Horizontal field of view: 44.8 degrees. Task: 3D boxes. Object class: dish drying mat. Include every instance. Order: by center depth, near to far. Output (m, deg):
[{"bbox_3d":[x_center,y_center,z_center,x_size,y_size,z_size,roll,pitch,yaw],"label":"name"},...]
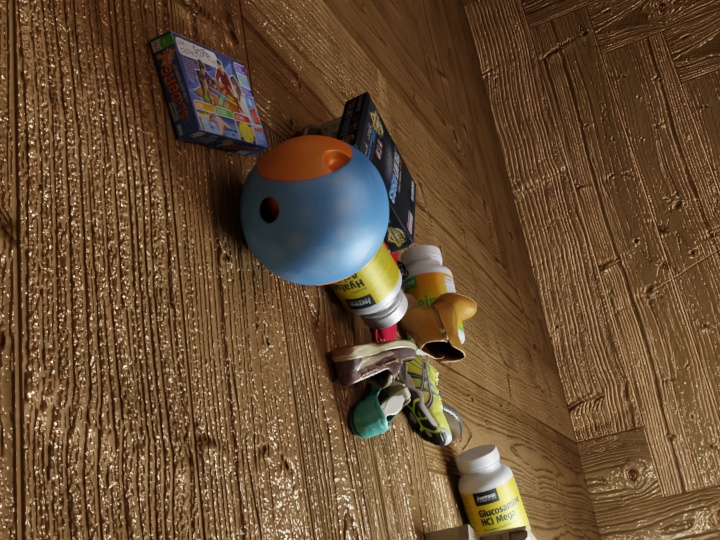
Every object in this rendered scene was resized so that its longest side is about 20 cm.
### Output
[{"bbox_3d":[0.047,0.033,1.574,0.077,0.018,0.201,21,67,-59],"label":"dish drying mat"}]

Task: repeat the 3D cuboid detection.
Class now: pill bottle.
[{"bbox_3d":[0.000,0.000,1.410,0.200,0.111,0.112,57,24,-36],"label":"pill bottle"},{"bbox_3d":[0.256,0.451,1.712,0.201,0.112,0.112,71,19,-2],"label":"pill bottle"},{"bbox_3d":[0.135,0.056,1.731,0.111,0.111,0.201,38,38,-58],"label":"pill bottle"}]

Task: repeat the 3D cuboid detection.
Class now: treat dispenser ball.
[{"bbox_3d":[-0.061,-0.080,1.173,0.201,0.200,0.202,54,26,-42],"label":"treat dispenser ball"}]

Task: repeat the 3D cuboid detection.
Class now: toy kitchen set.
[{"bbox_3d":[0.224,0.542,1.461,0.200,0.163,0.181,54,26,-40],"label":"toy kitchen set"}]

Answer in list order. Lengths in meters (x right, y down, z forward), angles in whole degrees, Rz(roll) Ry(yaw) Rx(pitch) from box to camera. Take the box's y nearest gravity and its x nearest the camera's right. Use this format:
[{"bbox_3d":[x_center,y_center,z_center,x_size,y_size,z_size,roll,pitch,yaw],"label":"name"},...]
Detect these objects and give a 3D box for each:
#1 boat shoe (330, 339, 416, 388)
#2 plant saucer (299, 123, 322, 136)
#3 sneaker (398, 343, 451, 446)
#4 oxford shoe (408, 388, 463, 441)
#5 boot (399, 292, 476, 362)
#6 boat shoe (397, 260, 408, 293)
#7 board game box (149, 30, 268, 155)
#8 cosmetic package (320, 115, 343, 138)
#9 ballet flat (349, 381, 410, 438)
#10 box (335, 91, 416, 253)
[{"bbox_3d":[0.027,0.152,1.389,0.200,0.072,0.072,4,72,-58],"label":"boat shoe"},{"bbox_3d":[-0.061,-0.154,1.508,0.200,0.029,0.201,53,27,-43],"label":"plant saucer"},{"bbox_3d":[0.106,0.200,1.470,0.200,0.076,0.076,60,-20,28],"label":"sneaker"},{"bbox_3d":[0.131,0.281,1.608,0.200,0.072,0.085,47,47,-47],"label":"oxford shoe"},{"bbox_3d":[0.156,0.107,1.565,0.200,0.071,0.144,7,36,-35],"label":"boot"},{"bbox_3d":[0.057,0.000,1.651,0.201,0.056,0.069,67,19,-14],"label":"boat shoe"},{"bbox_3d":[-0.199,-0.234,1.184,0.200,0.034,0.136,-1,73,-70],"label":"board game box"},{"bbox_3d":[0.008,-0.184,1.574,0.200,0.073,0.104,41,36,-55],"label":"cosmetic package"},{"bbox_3d":[0.044,0.214,1.401,0.068,0.070,0.200,70,19,-5],"label":"ballet flat"},{"bbox_3d":[0.029,-0.162,1.427,0.199,0.050,0.200,57,23,-27],"label":"box"}]
